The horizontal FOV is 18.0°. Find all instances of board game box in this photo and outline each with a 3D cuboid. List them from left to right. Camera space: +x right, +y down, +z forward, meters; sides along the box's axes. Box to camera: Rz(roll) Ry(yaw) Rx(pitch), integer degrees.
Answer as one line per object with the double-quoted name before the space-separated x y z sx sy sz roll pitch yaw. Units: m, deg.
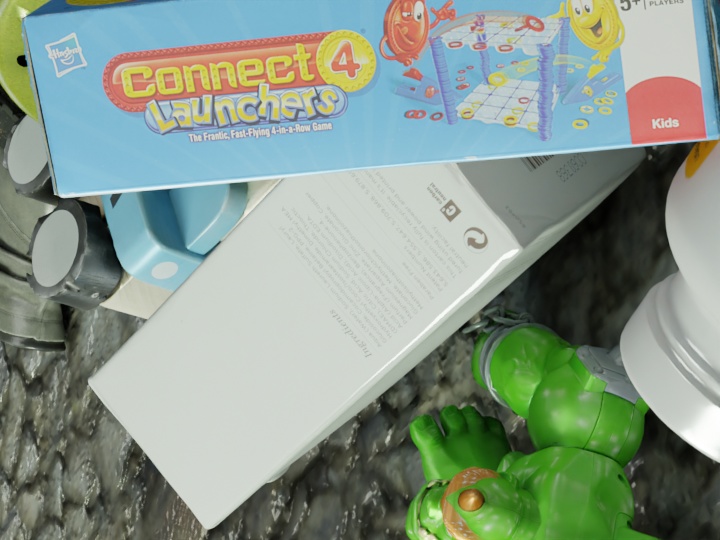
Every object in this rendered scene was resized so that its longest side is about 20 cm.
"board game box" 0.022 -0.086 0.717 0.199 0.196 0.056 -5 108 15

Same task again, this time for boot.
"boot" -0.203 -0.043 1.251 0.200 0.067 0.131 44 123 53

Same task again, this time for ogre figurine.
"ogre figurine" 0.055 0.100 0.802 0.200 0.098 0.120 -56 11 -27

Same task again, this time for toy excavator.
"toy excavator" -0.054 -0.043 1.011 0.200 0.100 0.195 -44 48 29

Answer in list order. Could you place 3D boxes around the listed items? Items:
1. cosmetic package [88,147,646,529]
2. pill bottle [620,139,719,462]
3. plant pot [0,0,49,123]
"cosmetic package" 0.000 0.000 0.855 0.081 0.113 0.200 51 126 4
"pill bottle" 0.160 -0.033 0.673 0.200 0.104 0.104 -57 40 30
"plant pot" -0.087 -0.159 0.959 0.200 0.200 0.194 -45 36 40
